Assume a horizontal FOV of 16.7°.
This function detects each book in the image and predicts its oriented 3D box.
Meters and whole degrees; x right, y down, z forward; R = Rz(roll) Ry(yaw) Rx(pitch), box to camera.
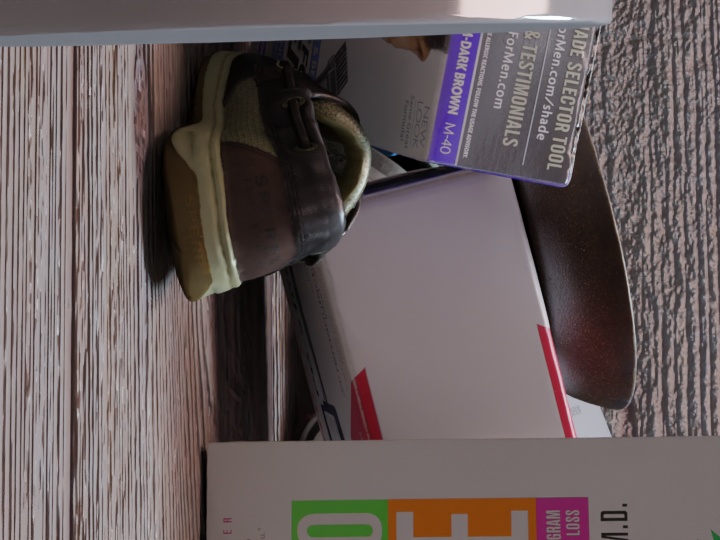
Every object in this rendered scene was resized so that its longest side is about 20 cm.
[{"bbox_3d":[0.045,0.130,0.890,0.048,0.200,0.134,79,10,-72],"label":"book"}]

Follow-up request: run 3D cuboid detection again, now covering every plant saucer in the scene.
[{"bbox_3d":[0.066,-0.034,1.024,0.200,0.032,0.200,163,-90,-83],"label":"plant saucer"}]

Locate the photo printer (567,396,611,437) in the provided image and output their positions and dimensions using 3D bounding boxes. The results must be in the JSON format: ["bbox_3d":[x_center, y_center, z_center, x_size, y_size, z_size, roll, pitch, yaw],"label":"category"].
[{"bbox_3d":[0.083,0.093,1.270,0.200,0.069,0.166,69,19,4],"label":"photo printer"}]

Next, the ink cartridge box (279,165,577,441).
[{"bbox_3d":[0.023,0.033,1.035,0.200,0.084,0.145,-168,-116,-83],"label":"ink cartridge box"}]

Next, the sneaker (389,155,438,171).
[{"bbox_3d":[0.035,0.016,1.448,0.118,0.074,0.201,142,-74,-82],"label":"sneaker"}]

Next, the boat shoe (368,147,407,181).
[{"bbox_3d":[0.001,0.001,1.341,0.065,0.074,0.202,-51,165,-17],"label":"boat shoe"}]

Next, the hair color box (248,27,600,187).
[{"bbox_3d":[0.021,-0.102,0.945,0.200,0.065,0.109,22,-77,64],"label":"hair color box"}]

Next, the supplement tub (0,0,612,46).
[{"bbox_3d":[-0.024,-0.136,0.381,0.145,0.144,0.200,-54,142,-84],"label":"supplement tub"}]

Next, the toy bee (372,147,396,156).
[{"bbox_3d":[0.007,-0.115,1.302,0.131,0.200,0.109,-36,100,-44],"label":"toy bee"}]

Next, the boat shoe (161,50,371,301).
[{"bbox_3d":[-0.028,-0.034,0.865,0.200,0.065,0.073,-83,169,-72],"label":"boat shoe"}]

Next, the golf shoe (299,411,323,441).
[{"bbox_3d":[0.001,0.164,1.229,0.092,0.073,0.200,-64,143,-72],"label":"golf shoe"}]
